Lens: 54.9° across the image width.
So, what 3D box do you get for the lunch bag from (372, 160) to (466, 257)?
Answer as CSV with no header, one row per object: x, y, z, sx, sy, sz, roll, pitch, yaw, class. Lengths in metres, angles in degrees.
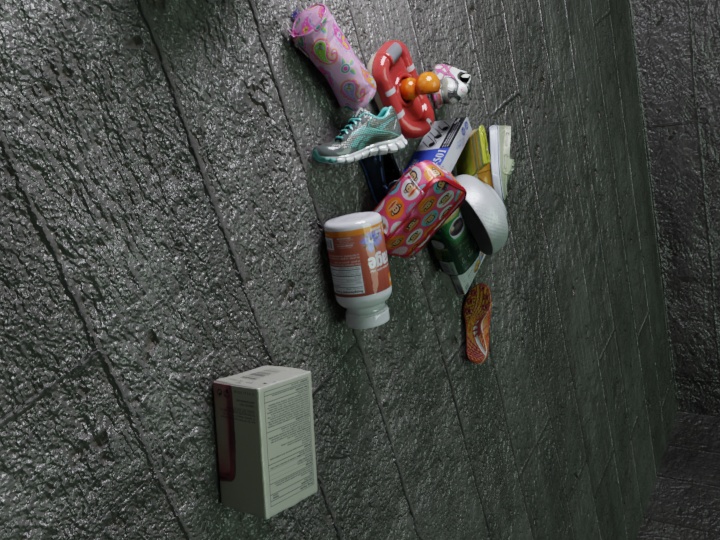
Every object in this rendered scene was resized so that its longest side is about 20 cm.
0.118,-0.119,1.409,0.201,0.082,0.175,-48,152,19,lunch bag

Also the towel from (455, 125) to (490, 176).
0.257,-0.262,1.603,0.018,0.200,0.088,-5,84,-9,towel

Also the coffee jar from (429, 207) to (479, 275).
0.197,-0.093,1.586,0.104,0.084,0.202,-47,128,-23,coffee jar

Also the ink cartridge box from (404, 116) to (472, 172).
0.171,-0.260,1.545,0.045,0.093,0.202,57,48,-36,ink cartridge box

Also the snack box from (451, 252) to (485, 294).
0.282,-0.035,1.756,0.201,0.024,0.073,-57,132,-36,snack box

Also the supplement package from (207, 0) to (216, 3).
-0.187,-0.538,1.042,0.157,0.109,0.202,56,48,-37,supplement package

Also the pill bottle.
0.000,0.000,1.302,0.111,0.110,0.205,-26,111,-50,pill bottle

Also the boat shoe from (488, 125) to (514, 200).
0.376,-0.283,1.834,0.072,0.061,0.205,-33,118,-75,boat shoe

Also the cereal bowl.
0.277,-0.139,1.600,0.083,0.200,0.202,-34,125,-5,cereal bowl

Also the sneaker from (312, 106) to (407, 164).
-0.007,-0.254,1.289,0.197,0.077,0.093,-19,108,-29,sneaker

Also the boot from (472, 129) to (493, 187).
0.306,-0.241,1.764,0.143,0.069,0.206,15,76,-62,boot

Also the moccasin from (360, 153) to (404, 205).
0.057,-0.184,1.412,0.201,0.067,0.081,57,48,-37,moccasin

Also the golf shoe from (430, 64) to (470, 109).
0.202,-0.415,1.547,0.201,0.090,0.074,-83,160,-58,golf shoe

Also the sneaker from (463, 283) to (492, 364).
0.296,0.134,1.757,0.077,0.071,0.205,10,85,-75,sneaker

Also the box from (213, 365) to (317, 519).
-0.150,0.266,1.104,0.127,0.107,0.205,-8,97,-53,box

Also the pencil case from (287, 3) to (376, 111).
-0.049,-0.384,1.260,0.200,0.086,0.089,46,55,-42,pencil case

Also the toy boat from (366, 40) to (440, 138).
0.106,-0.372,1.425,0.131,0.129,0.202,-55,131,-36,toy boat
